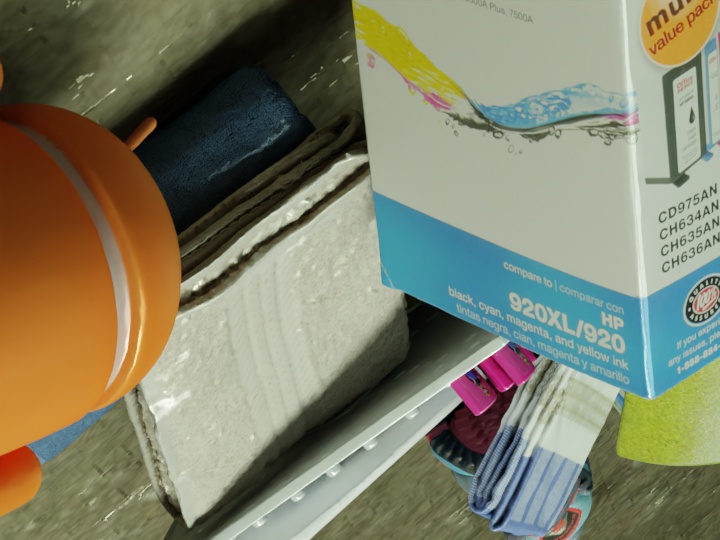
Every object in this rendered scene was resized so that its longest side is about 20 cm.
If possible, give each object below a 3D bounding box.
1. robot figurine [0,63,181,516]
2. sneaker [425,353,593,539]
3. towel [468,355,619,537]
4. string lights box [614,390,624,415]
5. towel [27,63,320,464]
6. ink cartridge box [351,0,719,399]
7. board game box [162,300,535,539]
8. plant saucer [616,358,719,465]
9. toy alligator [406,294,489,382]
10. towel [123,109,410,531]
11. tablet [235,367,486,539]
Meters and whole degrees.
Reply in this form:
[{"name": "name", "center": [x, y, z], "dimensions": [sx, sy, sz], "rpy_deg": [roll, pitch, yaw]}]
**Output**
[{"name": "robot figurine", "center": [-0.143, 0.012, 0.977], "dimensions": [0.200, 0.144, 0.117], "rpy_deg": [-23, 171, -41]}, {"name": "sneaker", "center": [0.092, 0.098, 1.476], "dimensions": [0.079, 0.096, 0.200], "rpy_deg": [-29, -178, 7]}, {"name": "towel", "center": [0.109, 0.030, 1.327], "dimensions": [0.200, 0.024, 0.147], "rpy_deg": [-65, 165, 0]}, {"name": "string lights box", "center": [0.141, 0.012, 1.517], "dimensions": [0.059, 0.103, 0.200], "rpy_deg": [-35, 159, -5]}, {"name": "towel", "center": [-0.098, 0.002, 1.141], "dimensions": [0.200, 0.049, 0.112], "rpy_deg": [-40, 158, -3]}, {"name": "ink cartridge box", "center": [0.097, -0.088, 1.056], "dimensions": [0.147, 0.145, 0.200], "rpy_deg": [-29, 126, -33]}, {"name": "board game box", "center": [0.001, 0.065, 1.289], "dimensions": [0.200, 0.026, 0.200], "rpy_deg": [-36, -173, 14]}, {"name": "plant saucer", "center": [0.222, 0.010, 1.389], "dimensions": [0.200, 0.048, 0.200], "rpy_deg": [-31, 154, -18]}, {"name": "toy alligator", "center": [0.024, 0.051, 1.456], "dimensions": [0.200, 0.054, 0.059], "rpy_deg": [-30, 157, -29]}, {"name": "towel", "center": [-0.036, 0.026, 1.164], "dimensions": [0.133, 0.034, 0.200], "rpy_deg": [-37, 156, -14]}, {"name": "tablet", "center": [0.016, 0.068, 1.355], "dimensions": [0.200, 0.014, 0.130], "rpy_deg": [-41, -173, -19]}]
